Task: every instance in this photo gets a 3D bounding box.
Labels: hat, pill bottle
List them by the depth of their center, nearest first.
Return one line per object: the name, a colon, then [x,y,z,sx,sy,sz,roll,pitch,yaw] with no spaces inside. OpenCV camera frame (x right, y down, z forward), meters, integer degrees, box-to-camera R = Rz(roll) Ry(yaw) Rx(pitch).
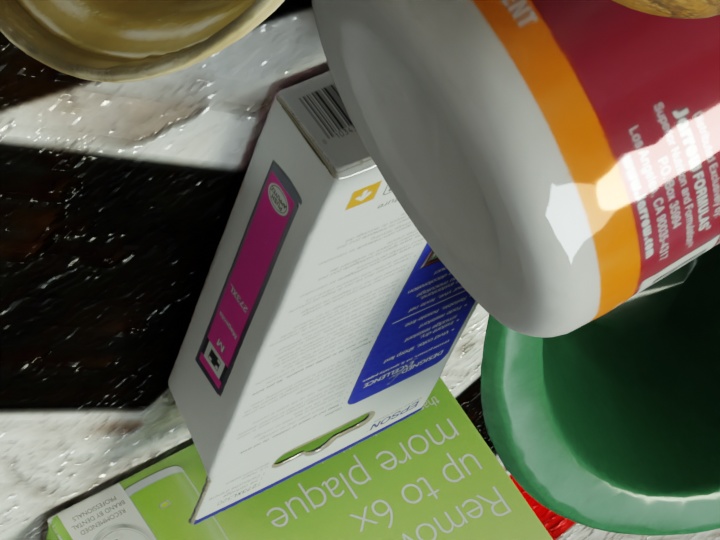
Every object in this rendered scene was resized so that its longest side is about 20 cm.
pill bottle: [0.097,-0.079,0.700,0.200,0.113,0.113,-31,160,-12]
hat: [0.083,-0.027,0.914,0.165,0.176,0.201,-14,129,-16]

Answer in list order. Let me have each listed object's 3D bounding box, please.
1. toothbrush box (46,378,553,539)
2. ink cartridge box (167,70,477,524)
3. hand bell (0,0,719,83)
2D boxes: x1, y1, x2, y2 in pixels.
toothbrush box: [0.004,0.145,0.942,0.145,0.200,0.086,-25,159,-22]
ink cartridge box: [0.000,0.000,0.842,0.094,0.037,0.200,-25,156,-28]
hand bell: [0.026,-0.076,0.556,0.200,0.104,0.104,6,136,-49]
